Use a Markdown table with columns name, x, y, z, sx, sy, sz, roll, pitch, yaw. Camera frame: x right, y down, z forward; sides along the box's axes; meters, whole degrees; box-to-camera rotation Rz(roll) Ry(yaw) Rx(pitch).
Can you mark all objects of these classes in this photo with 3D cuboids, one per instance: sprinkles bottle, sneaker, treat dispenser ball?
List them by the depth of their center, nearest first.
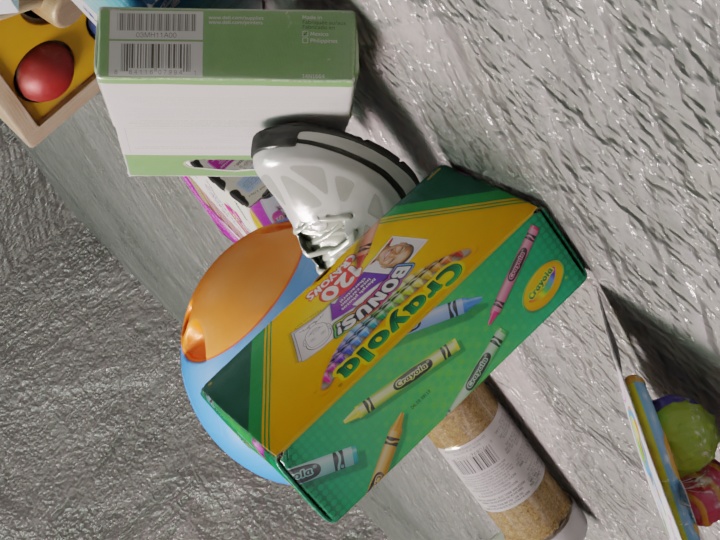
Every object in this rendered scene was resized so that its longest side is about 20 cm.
| name | x | y | z | sx | sy | sz | roll | pitch | yaw |
| --- | --- | --- | --- | --- | --- | --- | --- | --- | --- |
| sneaker | 0.000 | 0.000 | 1.084 | 0.075 | 0.116 | 0.200 | -10 | 146 | 39 |
| treat dispenser ball | -0.034 | 0.059 | 1.324 | 0.201 | 0.201 | 0.201 | 46 | 171 | 10 |
| sprinkles bottle | 0.112 | 0.158 | 1.474 | 0.200 | 0.068 | 0.068 | 53 | 169 | -26 |

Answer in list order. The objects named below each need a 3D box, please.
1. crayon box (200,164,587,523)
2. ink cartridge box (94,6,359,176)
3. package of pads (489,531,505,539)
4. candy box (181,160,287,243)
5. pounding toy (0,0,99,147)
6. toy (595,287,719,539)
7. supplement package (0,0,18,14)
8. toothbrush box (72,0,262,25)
| name | x | y | z | sx | sy | sz | roll | pitch | yaw |
| --- | --- | --- | --- | --- | --- | --- | --- | --- | --- |
| crayon box | 0.017 | 0.036 | 1.006 | 0.058 | 0.200 | 0.119 | 52 | 170 | -28 |
| ink cartridge box | -0.077 | -0.103 | 1.070 | 0.200 | 0.145 | 0.048 | 104 | 166 | -79 |
| package of pads | 0.210 | 0.392 | 1.973 | 0.200 | 0.068 | 0.155 | 45 | 170 | 22 |
| candy box | -0.086 | -0.059 | 1.515 | 0.200 | 0.061 | 0.137 | 35 | 163 | 52 |
| pounding toy | -0.245 | -0.199 | 1.293 | 0.142 | 0.184 | 0.200 | 42 | 169 | 32 |
| toy | 0.174 | 0.110 | 0.949 | 0.201 | 0.047 | 0.115 | -96 | -11 | -47 |
| supplement package | -0.300 | -0.270 | 1.084 | 0.151 | 0.151 | 0.201 | 70 | -166 | -67 |
| toothbrush box | -0.138 | -0.201 | 1.098 | 0.146 | 0.085 | 0.200 | 46 | 170 | 9 |
